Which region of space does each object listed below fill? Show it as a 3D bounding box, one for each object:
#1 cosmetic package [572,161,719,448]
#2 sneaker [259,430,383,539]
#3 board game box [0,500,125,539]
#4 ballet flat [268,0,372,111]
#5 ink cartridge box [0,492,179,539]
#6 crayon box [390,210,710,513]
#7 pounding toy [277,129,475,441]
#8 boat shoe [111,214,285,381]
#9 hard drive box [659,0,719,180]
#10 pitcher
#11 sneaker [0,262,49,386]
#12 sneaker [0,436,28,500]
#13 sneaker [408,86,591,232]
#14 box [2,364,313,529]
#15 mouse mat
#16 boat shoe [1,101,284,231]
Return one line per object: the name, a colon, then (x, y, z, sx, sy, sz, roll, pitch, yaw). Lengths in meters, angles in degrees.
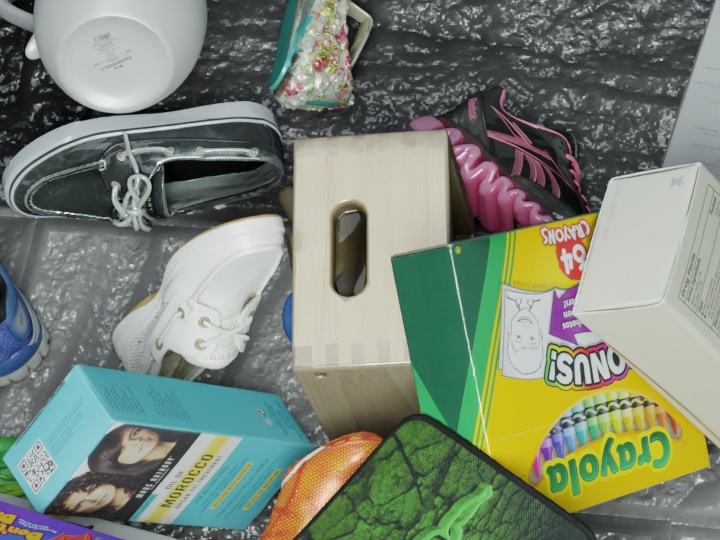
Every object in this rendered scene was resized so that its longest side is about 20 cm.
cosmetic package: (0.225, 0.032, 1.643, 0.073, 0.200, 0.104, -9, 51, 43)
sneaker: (-0.039, 0.188, 1.649, 0.200, 0.073, 0.077, -54, 26, 11)
board game box: (-0.207, 0.238, 1.575, 0.134, 0.201, 0.045, 15, 25, 16)
ballet flat: (-0.020, -0.198, 1.916, 0.064, 0.076, 0.201, 17, 65, -15)
ink cartridge box: (-0.217, 0.223, 1.646, 0.199, 0.147, 0.083, 13, 25, 17)
crayon box: (0.120, 0.057, 1.627, 0.058, 0.199, 0.174, -11, 91, 46)
pounding toy: (0.000, 0.000, 1.735, 0.141, 0.184, 0.201, -4, 68, 8)
boat shoe: (-0.097, 0.031, 1.732, 0.070, 0.200, 0.070, -5, 65, -31)
hard drive box: (0.287, -0.075, 1.769, 0.155, 0.077, 0.201, 13, 63, 18)
pitcher: (-0.191, -0.190, 1.896, 0.171, 0.121, 0.200, -23, 33, 15)
sneaker: (-0.289, -0.013, 1.836, 0.078, 0.089, 0.200, -39, 61, -14)
sneaker: (-0.226, 0.151, 1.738, 0.199, 0.074, 0.084, 17, 69, 20)
sneaker: (0.123, -0.056, 1.799, 0.095, 0.079, 0.200, -34, 60, -23)
box: (-0.123, 0.113, 1.661, 0.082, 0.200, 0.049, -50, 58, 20)
mouse mat: (0.019, 0.185, 1.504, 0.161, 0.008, 0.200, 33, 74, 37)
boat shoe: (-0.150, -0.062, 1.848, 0.198, 0.074, 0.068, -8, 44, -4)
